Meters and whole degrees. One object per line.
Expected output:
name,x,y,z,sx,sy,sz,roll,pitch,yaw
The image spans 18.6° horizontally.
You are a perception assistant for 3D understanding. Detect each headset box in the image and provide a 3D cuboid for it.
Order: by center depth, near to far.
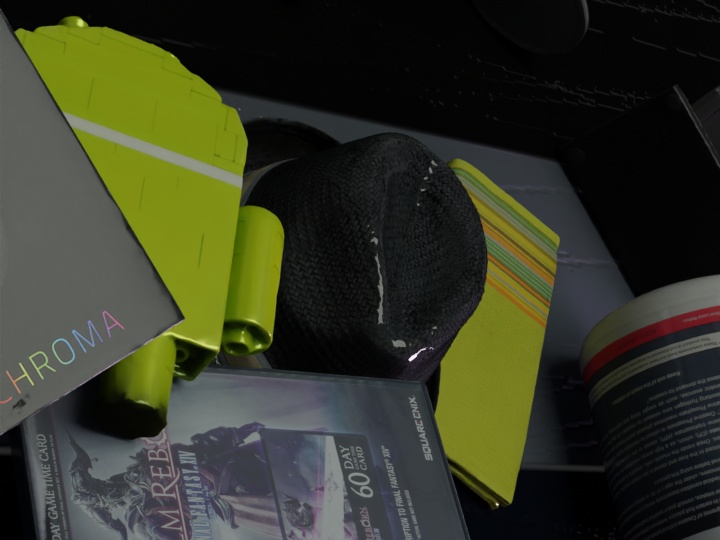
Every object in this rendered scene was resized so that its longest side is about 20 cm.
headset box,-0.194,-0.019,0.795,0.174,0.093,0.200,-32,94,-33

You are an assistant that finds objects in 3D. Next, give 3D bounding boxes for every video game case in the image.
video game case,-0.047,0.101,0.928,0.200,0.019,0.143,7,48,-27

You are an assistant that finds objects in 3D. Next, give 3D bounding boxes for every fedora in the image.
fedora,0.000,0.000,1.063,0.200,0.092,0.201,28,47,-34

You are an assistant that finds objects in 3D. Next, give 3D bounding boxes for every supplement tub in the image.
supplement tub,0.207,0.114,1.215,0.140,0.140,0.200,14,57,-47

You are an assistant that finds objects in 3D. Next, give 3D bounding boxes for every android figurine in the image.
android figurine,-0.116,-0.027,0.947,0.182,0.041,0.200,18,52,-21

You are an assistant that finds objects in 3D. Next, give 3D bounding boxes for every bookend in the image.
bookend,0.248,-0.037,1.407,0.199,0.092,0.200,60,34,-2

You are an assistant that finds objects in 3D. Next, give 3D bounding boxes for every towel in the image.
towel,0.063,0.031,1.199,0.086,0.018,0.200,37,43,-23

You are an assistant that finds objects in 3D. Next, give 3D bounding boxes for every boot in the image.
boot,0.107,-0.246,1.389,0.200,0.069,0.174,57,36,-4
